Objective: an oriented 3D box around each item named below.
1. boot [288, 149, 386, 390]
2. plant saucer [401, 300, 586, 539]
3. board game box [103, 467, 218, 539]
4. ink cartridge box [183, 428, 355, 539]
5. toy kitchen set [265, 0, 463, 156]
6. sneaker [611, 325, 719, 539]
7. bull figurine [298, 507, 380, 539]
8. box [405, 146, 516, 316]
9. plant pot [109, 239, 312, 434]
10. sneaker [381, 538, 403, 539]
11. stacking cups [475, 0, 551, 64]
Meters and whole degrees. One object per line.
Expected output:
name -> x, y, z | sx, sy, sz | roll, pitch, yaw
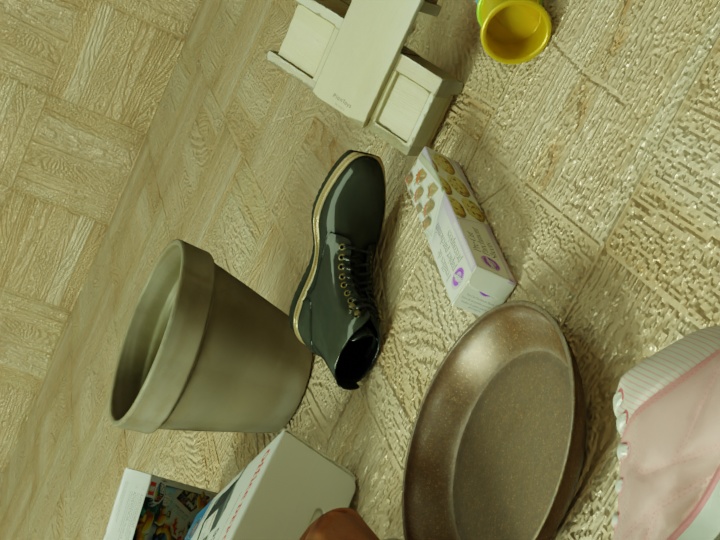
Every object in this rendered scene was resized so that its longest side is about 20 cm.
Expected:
boot -> 0.000, 0.000, 1.014 | 0.138, 0.076, 0.203 | -133, 53, -62
plant saucer -> 0.093, 0.122, 0.719 | 0.201, 0.036, 0.202 | -49, 29, 40
board game box -> -0.211, 0.286, 1.135 | 0.200, 0.034, 0.128 | 49, -125, -68
ink cartridge box -> -0.103, 0.255, 0.952 | 0.200, 0.083, 0.146 | -47, 11, 43
toy kitchen set -> 0.051, -0.237, 1.089 | 0.199, 0.180, 0.165 | 37, 113, 26
sneaker -> 0.154, 0.117, 0.524 | 0.202, 0.075, 0.105 | -60, 27, 4
bull figurine -> 0.010, 0.237, 0.681 | 0.122, 0.065, 0.200 | -46, 40, -5
box -> 0.079, -0.036, 0.887 | 0.039, 0.041, 0.201 | -58, 23, 25
plant pot -> -0.151, 0.090, 1.140 | 0.200, 0.172, 0.202 | -49, 30, 41
sneaker -> -0.037, 0.274, 0.771 | 0.199, 0.071, 0.080 | -34, 40, 12
stacking cups -> 0.129, -0.262, 0.955 | 0.061, 0.060, 0.202 | -52, 24, 36
